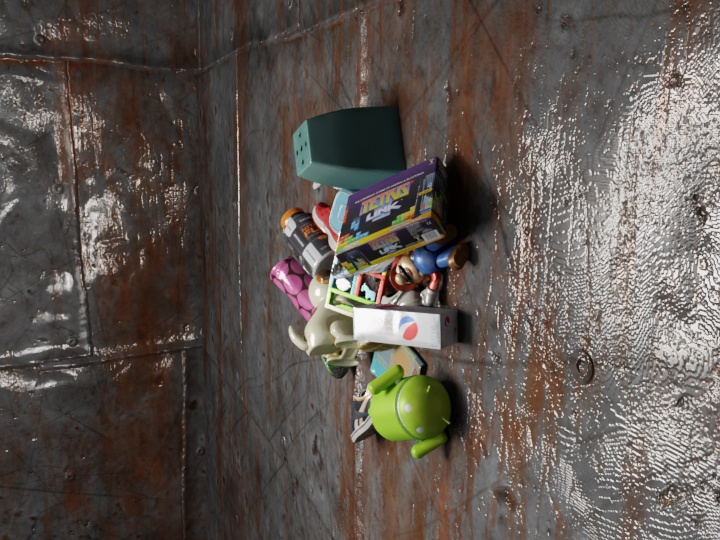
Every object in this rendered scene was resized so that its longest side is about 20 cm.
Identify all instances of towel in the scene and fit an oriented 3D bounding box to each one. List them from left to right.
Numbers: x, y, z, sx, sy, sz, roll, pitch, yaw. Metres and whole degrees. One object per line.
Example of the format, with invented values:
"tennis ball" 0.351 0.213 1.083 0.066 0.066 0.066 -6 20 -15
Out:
"towel" 0.075 0.207 1.468 0.200 0.021 0.149 -132 44 -54

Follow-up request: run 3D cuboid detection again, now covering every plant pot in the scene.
"plant pot" -0.031 -0.251 1.424 0.141 0.196 0.144 158 106 -64

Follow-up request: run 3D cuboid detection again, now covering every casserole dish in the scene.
"casserole dish" -0.007 -0.111 1.518 0.199 0.038 0.123 37 116 41

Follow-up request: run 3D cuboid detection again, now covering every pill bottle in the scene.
"pill bottle" -0.124 -0.072 1.724 0.200 0.105 0.107 49 138 33

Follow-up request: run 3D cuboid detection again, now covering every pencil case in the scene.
"pencil case" -0.139 0.063 1.701 0.201 0.090 0.094 50 159 6

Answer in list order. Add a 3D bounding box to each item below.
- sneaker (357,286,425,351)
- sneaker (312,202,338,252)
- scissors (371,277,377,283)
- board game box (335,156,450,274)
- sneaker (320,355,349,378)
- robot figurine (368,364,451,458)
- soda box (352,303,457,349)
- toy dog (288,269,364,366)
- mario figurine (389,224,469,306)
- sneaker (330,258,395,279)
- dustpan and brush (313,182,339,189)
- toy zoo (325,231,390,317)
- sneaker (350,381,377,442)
"sneaker" 0.063 0.097 1.409 0.199 0.075 0.089 -39 50 39
"sneaker" -0.047 -0.135 1.659 0.117 0.077 0.201 -62 40 26
"scissors" 0.061 -0.028 1.479 0.200 0.014 0.075 146 115 -64
"board game box" 0.058 -0.098 1.220 0.197 0.057 0.167 -21 39 28
"sneaker" -0.071 0.198 1.749 0.202 0.076 0.086 -111 19 -47
"robot figurine" 0.094 0.263 1.310 0.177 0.115 0.199 58 147 -4
"soda box" 0.081 0.101 1.282 0.197 0.068 0.065 3 97 37
"toy dog" -0.070 0.102 1.583 0.140 0.190 0.203 99 169 -57
"mario figurine" 0.109 -0.006 1.259 0.200 0.104 0.126 144 126 -59
"sneaker" 0.020 -0.017 1.407 0.198 0.073 0.073 -21 32 35
"dustpan and brush" -0.061 -0.242 1.659 0.200 0.056 0.142 140 123 -61
"toy zoo" 0.000 0.000 1.464 0.129 0.020 0.204 18 103 25
"sneaker" 0.020 0.312 1.528 0.080 0.077 0.201 61 146 24
